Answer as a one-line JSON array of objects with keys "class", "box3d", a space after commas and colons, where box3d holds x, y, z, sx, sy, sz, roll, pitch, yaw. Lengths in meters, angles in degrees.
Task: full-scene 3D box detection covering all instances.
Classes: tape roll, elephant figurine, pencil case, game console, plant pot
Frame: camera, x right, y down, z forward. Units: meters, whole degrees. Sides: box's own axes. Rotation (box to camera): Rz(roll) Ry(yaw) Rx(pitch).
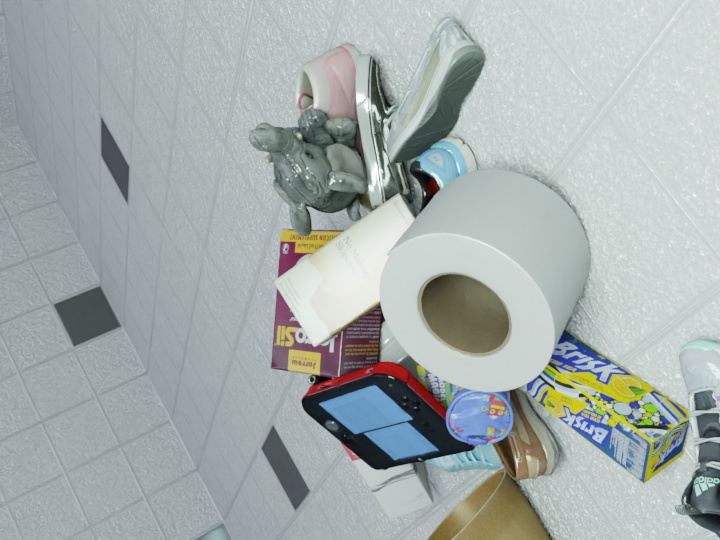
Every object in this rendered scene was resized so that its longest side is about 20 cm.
[{"class": "tape roll", "box3d": [0.137, 0.011, 0.920, 0.200, 0.139, 0.205, 18, 131, 22]}, {"class": "elephant figurine", "box3d": [-0.062, -0.116, 1.054, 0.201, 0.153, 0.144, -80, 6, -67]}, {"class": "pencil case", "box3d": [0.146, 0.137, 1.027, 0.200, 0.077, 0.088, -67, -24, -69]}, {"class": "game console", "box3d": [0.031, 0.201, 1.121, 0.199, 0.031, 0.177, -24, 117, 44]}, {"class": "plant pot", "box3d": [0.205, 0.420, 1.176, 0.200, 0.186, 0.187, 47, 150, 7]}]

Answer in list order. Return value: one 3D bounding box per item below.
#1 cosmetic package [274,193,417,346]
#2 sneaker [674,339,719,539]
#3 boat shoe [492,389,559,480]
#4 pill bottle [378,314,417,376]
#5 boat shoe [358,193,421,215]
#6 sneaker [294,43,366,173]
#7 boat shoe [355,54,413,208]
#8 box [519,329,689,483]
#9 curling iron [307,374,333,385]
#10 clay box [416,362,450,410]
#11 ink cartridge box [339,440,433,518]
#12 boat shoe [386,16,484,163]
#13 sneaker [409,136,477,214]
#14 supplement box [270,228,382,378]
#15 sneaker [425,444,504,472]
[{"class": "cosmetic package", "box3d": [0.000, 0.000, 1.082, 0.106, 0.199, 0.071, 55, -171, 5]}, {"class": "sneaker", "box3d": [0.328, 0.174, 0.774, 0.202, 0.138, 0.078, 61, 152, 10]}, {"class": "boat shoe", "box3d": [0.182, 0.189, 1.112, 0.201, 0.071, 0.076, 56, 152, 38]}, {"class": "pill bottle", "box3d": [0.018, 0.074, 1.284, 0.201, 0.113, 0.115, 51, 149, 27]}, {"class": "boat shoe", "box3d": [0.054, -0.057, 1.149, 0.203, 0.085, 0.075, 50, 149, 29]}, {"class": "sneaker", "box3d": [-0.039, -0.206, 1.184, 0.075, 0.104, 0.203, 23, 131, 50]}, {"class": "boat shoe", "box3d": [0.034, -0.185, 1.113, 0.071, 0.062, 0.204, -56, -42, -75]}, {"class": "box", "box3d": [0.264, 0.143, 0.943, 0.199, 0.069, 0.065, 38, 141, 43]}, {"class": "curling iron", "box3d": [-0.056, 0.176, 1.266, 0.200, 0.025, 0.050, 76, -169, -74]}, {"class": "clay box", "box3d": [0.104, 0.105, 1.144, 0.047, 0.115, 0.203, -3, 111, 13]}, {"class": "ink cartridge box", "box3d": [0.036, 0.267, 1.317, 0.147, 0.082, 0.202, -100, -14, -55]}, {"class": "boat shoe", "box3d": [0.080, -0.207, 1.009, 0.065, 0.073, 0.203, 61, 149, 22]}, {"class": "sneaker", "box3d": [0.110, -0.057, 1.044, 0.078, 0.089, 0.203, -7, 105, 62]}, {"class": "supplement box", "box3d": [-0.045, 0.046, 1.200, 0.129, 0.103, 0.204, 2, 87, 34]}, {"class": "sneaker", "box3d": [0.149, 0.270, 1.234, 0.075, 0.081, 0.199, 65, 153, 0]}]
